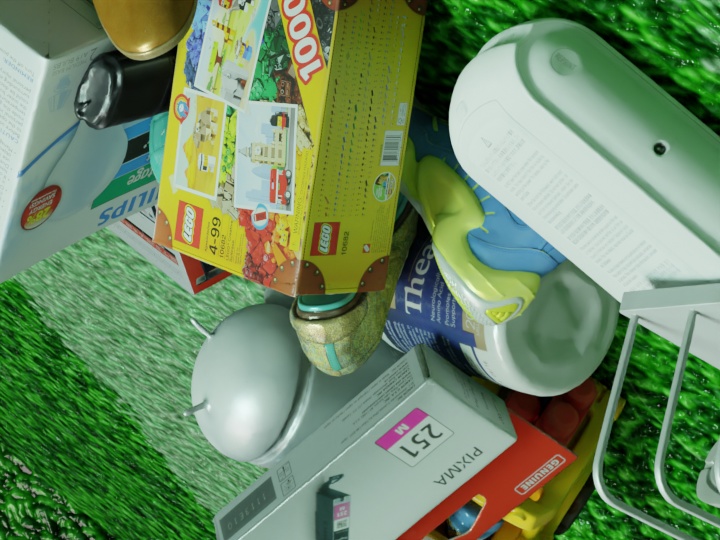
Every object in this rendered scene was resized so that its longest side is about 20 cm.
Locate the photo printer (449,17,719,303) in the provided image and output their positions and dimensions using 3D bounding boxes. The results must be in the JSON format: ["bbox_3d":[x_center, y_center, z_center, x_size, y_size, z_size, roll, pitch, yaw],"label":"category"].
[{"bbox_3d":[0.143,-0.060,1.537,0.200,0.069,0.166,40,161,1],"label":"photo printer"}]

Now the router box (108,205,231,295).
[{"bbox_3d":[-0.177,-0.097,1.990,0.200,0.049,0.180,36,149,51],"label":"router box"}]

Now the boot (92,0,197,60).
[{"bbox_3d":[-0.162,-0.238,1.595,0.144,0.071,0.201,59,-165,-49],"label":"boot"}]

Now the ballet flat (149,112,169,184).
[{"bbox_3d":[-0.056,-0.094,1.769,0.067,0.200,0.070,-44,58,49],"label":"ballet flat"}]

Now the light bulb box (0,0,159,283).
[{"bbox_3d":[-0.201,-0.127,1.743,0.125,0.198,0.200,39,134,22],"label":"light bulb box"}]

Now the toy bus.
[{"bbox_3d":[0.106,0.146,1.900,0.136,0.200,0.192,34,155,2],"label":"toy bus"}]

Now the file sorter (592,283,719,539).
[{"bbox_3d":[0.251,0.088,1.466,0.139,0.125,0.200,28,159,-34],"label":"file sorter"}]

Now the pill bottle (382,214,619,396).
[{"bbox_3d":[0.072,0.013,1.780,0.200,0.111,0.111,16,150,51],"label":"pill bottle"}]

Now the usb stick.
[{"bbox_3d":[-0.110,-0.132,1.700,0.033,0.200,0.055,37,122,23],"label":"usb stick"}]

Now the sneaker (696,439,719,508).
[{"bbox_3d":[0.314,0.156,1.725,0.080,0.076,0.200,38,170,-30],"label":"sneaker"}]

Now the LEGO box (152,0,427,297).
[{"bbox_3d":[-0.046,-0.098,1.627,0.077,0.200,0.149,-2,-165,-42],"label":"LEGO box"}]

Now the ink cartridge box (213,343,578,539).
[{"bbox_3d":[0.029,0.160,1.781,0.174,0.200,0.044,36,-157,-34],"label":"ink cartridge box"}]

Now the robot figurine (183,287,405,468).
[{"bbox_3d":[-0.035,0.088,1.840,0.200,0.170,0.113,15,143,-29],"label":"robot figurine"}]

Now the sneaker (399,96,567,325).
[{"bbox_3d":[0.080,-0.061,1.679,0.076,0.105,0.200,42,-162,-58],"label":"sneaker"}]

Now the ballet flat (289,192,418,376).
[{"bbox_3d":[0.000,0.000,1.715,0.071,0.200,0.071,7,124,11],"label":"ballet flat"}]
